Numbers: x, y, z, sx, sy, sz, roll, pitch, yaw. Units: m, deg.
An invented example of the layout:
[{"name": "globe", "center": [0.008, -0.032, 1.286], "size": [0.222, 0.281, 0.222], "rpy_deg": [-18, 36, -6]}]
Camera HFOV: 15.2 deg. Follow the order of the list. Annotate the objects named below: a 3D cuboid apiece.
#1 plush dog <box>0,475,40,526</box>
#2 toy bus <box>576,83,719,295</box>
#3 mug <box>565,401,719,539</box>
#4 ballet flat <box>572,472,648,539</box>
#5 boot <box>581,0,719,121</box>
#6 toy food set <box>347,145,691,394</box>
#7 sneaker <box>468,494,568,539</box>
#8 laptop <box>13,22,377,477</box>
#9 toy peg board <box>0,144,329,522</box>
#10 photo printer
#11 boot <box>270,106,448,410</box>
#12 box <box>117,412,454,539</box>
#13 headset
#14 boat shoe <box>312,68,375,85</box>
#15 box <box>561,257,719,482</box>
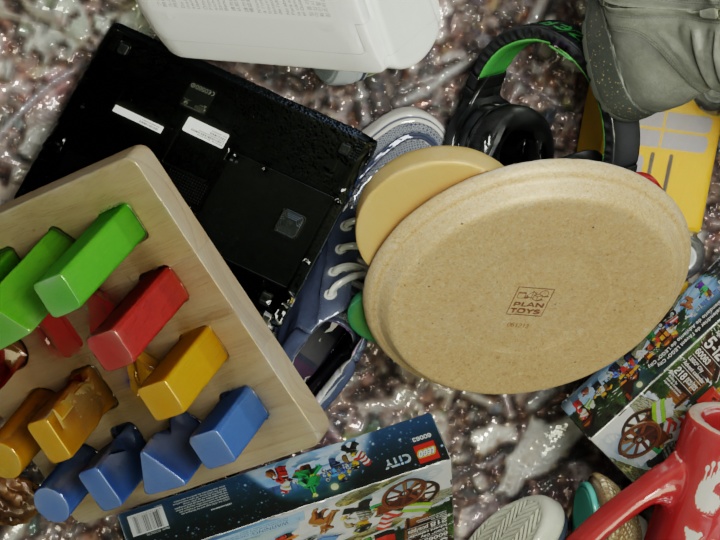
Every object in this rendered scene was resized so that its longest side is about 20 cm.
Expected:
[{"name": "plush dog", "center": [-0.279, 0.178, 1.597], "size": [0.200, 0.160, 0.172], "rpy_deg": [6, 91, -44]}, {"name": "toy bus", "center": [0.174, -0.056, 1.661], "size": [0.078, 0.065, 0.200], "rpy_deg": [5, 105, -14]}, {"name": "mug", "center": [0.206, 0.189, 1.596], "size": [0.177, 0.133, 0.200], "rpy_deg": [4, 106, -40]}, {"name": "ballet flat", "center": [0.161, 0.198, 1.705], "size": [0.065, 0.071, 0.200], "rpy_deg": [-1, 138, -8]}, {"name": "boot", "center": [0.172, -0.186, 1.503], "size": [0.068, 0.131, 0.200], "rpy_deg": [-20, 92, -40]}, {"name": "toy food set", "center": [0.092, 0.002, 1.557], "size": [0.200, 0.049, 0.198], "rpy_deg": [-7, 138, -8]}, {"name": "sneaker", "center": [0.090, 0.236, 1.726], "size": [0.084, 0.075, 0.200], "rpy_deg": [26, 107, -20]}, {"name": "laptop", "center": [-0.109, -0.012, 1.587], "size": [0.177, 0.103, 0.200], "rpy_deg": [24, 75, 10]}, {"name": "toy peg board", "center": [-0.160, 0.062, 1.530], "size": [0.200, 0.098, 0.199], "rpy_deg": [-21, 110, 36]}, {"name": "photo printer", "center": [-0.063, -0.193, 1.498], "size": [0.069, 0.200, 0.167], "rpy_deg": [-42, 125, -37]}, {"name": "boot", "center": [0.000, 0.000, 1.620], "size": [0.073, 0.090, 0.200], "rpy_deg": [27, 98, -20]}, {"name": "box", "center": [-0.041, 0.167, 1.650], "size": [0.200, 0.038, 0.137], "rpy_deg": [-18, 145, -8]}, {"name": "headset", "center": [0.094, -0.051, 1.610], "size": [0.094, 0.123, 0.200], "rpy_deg": [-17, 133, -39]}, {"name": "boat shoe", "center": [0.016, -0.188, 1.551], "size": [0.062, 0.072, 0.200], "rpy_deg": [-16, 150, -27]}, {"name": "box", "center": [0.229, 0.095, 1.689], "size": [0.137, 0.038, 0.200], "rpy_deg": [-43, 134, 4]}]
